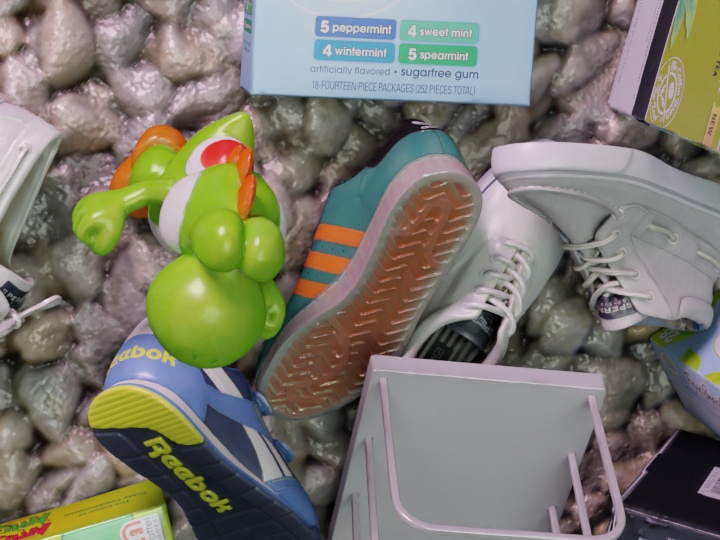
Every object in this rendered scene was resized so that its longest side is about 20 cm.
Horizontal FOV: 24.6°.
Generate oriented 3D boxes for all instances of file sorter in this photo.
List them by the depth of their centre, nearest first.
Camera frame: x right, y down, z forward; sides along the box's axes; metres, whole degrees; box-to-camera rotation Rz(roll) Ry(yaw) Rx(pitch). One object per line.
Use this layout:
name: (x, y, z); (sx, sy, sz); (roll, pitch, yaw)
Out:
file sorter: (0.059, 0.169, 0.953); (0.137, 0.125, 0.202); (6, 129, -9)

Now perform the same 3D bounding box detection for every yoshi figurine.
yoshi figurine: (-0.088, -0.009, 0.881); (0.111, 0.200, 0.113); (-21, 107, -8)

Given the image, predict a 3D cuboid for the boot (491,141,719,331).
boot: (0.150, -0.014, 0.961); (0.199, 0.073, 0.097); (11, 80, -42)

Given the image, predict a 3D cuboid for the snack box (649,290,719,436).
snack box: (0.297, 0.033, 0.995); (0.199, 0.169, 0.068); (-34, 107, -4)

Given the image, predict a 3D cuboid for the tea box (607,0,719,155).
tea box: (0.278, -0.117, 0.942); (0.198, 0.197, 0.135); (13, 100, -15)

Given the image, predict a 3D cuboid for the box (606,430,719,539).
box: (0.209, 0.223, 0.990); (0.123, 0.200, 0.199); (15, 102, 19)

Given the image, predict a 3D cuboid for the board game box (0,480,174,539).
board game box: (-0.202, 0.204, 0.985); (0.198, 0.048, 0.103); (-15, 106, -9)

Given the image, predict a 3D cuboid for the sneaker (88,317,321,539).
sneaker: (-0.080, 0.104, 0.973); (0.073, 0.083, 0.201); (-15, 133, 22)

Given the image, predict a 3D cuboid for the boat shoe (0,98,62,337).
boat shoe: (-0.211, 0.009, 0.922); (0.085, 0.075, 0.204); (20, 91, 1)

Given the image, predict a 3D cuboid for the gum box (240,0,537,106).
gum box: (0.021, -0.199, 0.944); (0.168, 0.045, 0.203); (1, 102, -13)

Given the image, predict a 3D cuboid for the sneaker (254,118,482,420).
sneaker: (0.000, 0.000, 0.978); (0.071, 0.080, 0.201); (24, 117, -27)

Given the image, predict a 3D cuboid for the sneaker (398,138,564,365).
sneaker: (0.078, 0.016, 0.992); (0.073, 0.071, 0.201); (27, 96, -17)
